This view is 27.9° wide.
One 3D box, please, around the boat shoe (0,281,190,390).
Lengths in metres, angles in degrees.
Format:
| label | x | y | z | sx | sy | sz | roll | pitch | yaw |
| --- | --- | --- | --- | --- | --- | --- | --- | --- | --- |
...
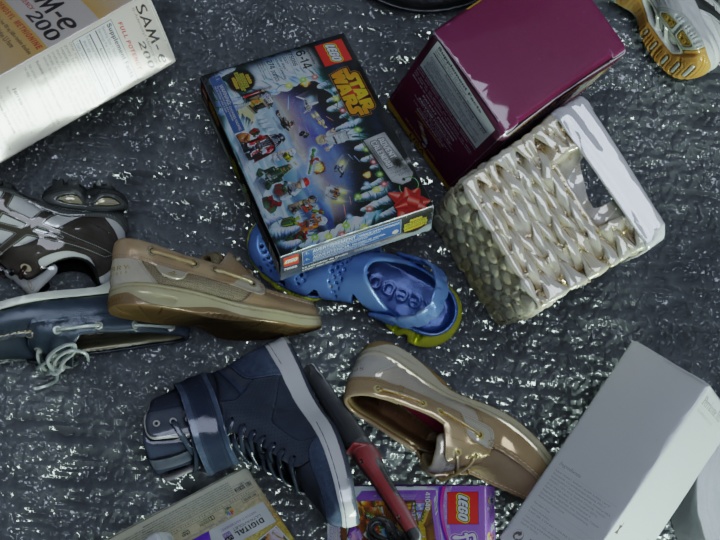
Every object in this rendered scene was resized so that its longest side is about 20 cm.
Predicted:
| label | x | y | z | sx | sy | sz | roll | pitch | yaw |
| --- | --- | --- | --- | --- | --- | --- | --- | --- | --- |
| boat shoe | -0.239 | 0.054 | 1.189 | 0.199 | 0.075 | 0.062 | -11 | 71 | -21 |

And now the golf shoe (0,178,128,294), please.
| label | x | y | z | sx | sy | sz | roll | pitch | yaw |
| --- | --- | --- | --- | --- | --- | --- | --- | --- | --- |
| golf shoe | -0.291 | -0.026 | 1.189 | 0.199 | 0.078 | 0.095 | 0 | 81 | -9 |

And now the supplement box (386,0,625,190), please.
| label | x | y | z | sx | sy | sz | roll | pitch | yaw |
| --- | --- | --- | --- | --- | --- | --- | --- | --- | --- |
| supplement box | 0.115 | -0.161 | 1.219 | 0.131 | 0.200 | 0.103 | -34 | 88 | -14 |

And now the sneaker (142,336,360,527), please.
| label | x | y | z | sx | sy | sz | roll | pitch | yaw |
| --- | --- | --- | --- | --- | --- | --- | --- | --- | --- |
| sneaker | -0.091 | 0.150 | 1.157 | 0.146 | 0.077 | 0.202 | -19 | 40 | -13 |

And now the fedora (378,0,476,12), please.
| label | x | y | z | sx | sy | sz | roll | pitch | yaw |
| --- | --- | --- | --- | --- | --- | --- | --- | --- | --- |
| fedora | 0.054 | -0.330 | 1.292 | 0.200 | 0.092 | 0.201 | 2 | 81 | -9 |

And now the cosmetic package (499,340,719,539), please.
| label | x | y | z | sx | sy | sz | roll | pitch | yaw |
| --- | --- | --- | --- | --- | --- | --- | --- | --- | --- |
| cosmetic package | 0.215 | 0.170 | 1.199 | 0.081 | 0.113 | 0.200 | 35 | 90 | 32 |

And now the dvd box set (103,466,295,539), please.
| label | x | y | z | sx | sy | sz | roll | pitch | yaw |
| --- | --- | --- | --- | --- | --- | --- | --- | --- | --- |
| dvd box set | -0.097 | 0.270 | 1.148 | 0.146 | 0.029 | 0.200 | -25 | 69 | -34 |

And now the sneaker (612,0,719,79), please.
| label | x | y | z | sx | sy | sz | roll | pitch | yaw |
| --- | --- | --- | --- | --- | --- | --- | --- | --- | --- |
| sneaker | 0.278 | -0.274 | 1.343 | 0.088 | 0.076 | 0.200 | -30 | 90 | -29 |

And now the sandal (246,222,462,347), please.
| label | x | y | z | sx | sy | sz | roll | pitch | yaw |
| --- | --- | --- | --- | --- | --- | --- | --- | --- | --- |
| sandal | 0.000 | 0.000 | 1.231 | 0.200 | 0.087 | 0.080 | 19 | 80 | -4 |

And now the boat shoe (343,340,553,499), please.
| label | x | y | z | sx | sy | sz | roll | pitch | yaw |
| --- | --- | --- | --- | --- | --- | --- | --- | --- | --- |
| boat shoe | 0.071 | 0.142 | 1.216 | 0.200 | 0.074 | 0.069 | 32 | 49 | 3 |

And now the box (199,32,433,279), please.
| label | x | y | z | sx | sy | sz | roll | pitch | yaw |
| --- | --- | --- | --- | --- | --- | --- | --- | --- | --- |
| box | -0.039 | -0.101 | 1.227 | 0.137 | 0.040 | 0.200 | -19 | 61 | -13 |

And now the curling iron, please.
| label | x | y | z | sx | sy | sz | roll | pitch | yaw |
| --- | --- | --- | --- | --- | --- | --- | --- | --- | --- |
| curling iron | -0.005 | 0.157 | 1.193 | 0.049 | 0.026 | 0.200 | -27 | 61 | 1 |

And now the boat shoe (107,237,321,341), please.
| label | x | y | z | sx | sy | sz | roll | pitch | yaw |
| --- | --- | --- | --- | --- | --- | --- | --- | --- | --- |
| boat shoe | -0.113 | 0.015 | 1.184 | 0.200 | 0.071 | 0.065 | 13 | 68 | -41 |

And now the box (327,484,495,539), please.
| label | x | y | z | sx | sy | sz | roll | pitch | yaw |
| --- | --- | --- | --- | --- | --- | --- | --- | --- | --- |
| box | 0.042 | 0.276 | 1.187 | 0.136 | 0.039 | 0.201 | -2 | 80 | 17 |

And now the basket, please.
| label | x | y | z | sx | sy | sz | roll | pitch | yaw |
| --- | --- | --- | --- | --- | --- | --- | --- | --- | --- |
| basket | 0.147 | -0.041 | 1.208 | 0.123 | 0.200 | 0.136 | -32 | 87 | -9 |

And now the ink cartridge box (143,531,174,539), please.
| label | x | y | z | sx | sy | sz | roll | pitch | yaw |
| --- | --- | --- | --- | --- | --- | --- | --- | --- | --- |
| ink cartridge box | -0.201 | 0.294 | 1.089 | 0.200 | 0.039 | 0.100 | -36 | 74 | 2 |

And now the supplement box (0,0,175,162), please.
| label | x | y | z | sx | sy | sz | roll | pitch | yaw |
| --- | --- | --- | --- | --- | --- | --- | --- | --- | --- |
| supplement box | -0.270 | -0.174 | 1.188 | 0.200 | 0.074 | 0.126 | -33 | 43 | -14 |

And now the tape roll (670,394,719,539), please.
| label | x | y | z | sx | sy | sz | roll | pitch | yaw |
| --- | --- | --- | --- | --- | --- | --- | --- | --- | --- |
| tape roll | 0.375 | 0.196 | 1.273 | 0.200 | 0.066 | 0.201 | 2 | 79 | -10 |
